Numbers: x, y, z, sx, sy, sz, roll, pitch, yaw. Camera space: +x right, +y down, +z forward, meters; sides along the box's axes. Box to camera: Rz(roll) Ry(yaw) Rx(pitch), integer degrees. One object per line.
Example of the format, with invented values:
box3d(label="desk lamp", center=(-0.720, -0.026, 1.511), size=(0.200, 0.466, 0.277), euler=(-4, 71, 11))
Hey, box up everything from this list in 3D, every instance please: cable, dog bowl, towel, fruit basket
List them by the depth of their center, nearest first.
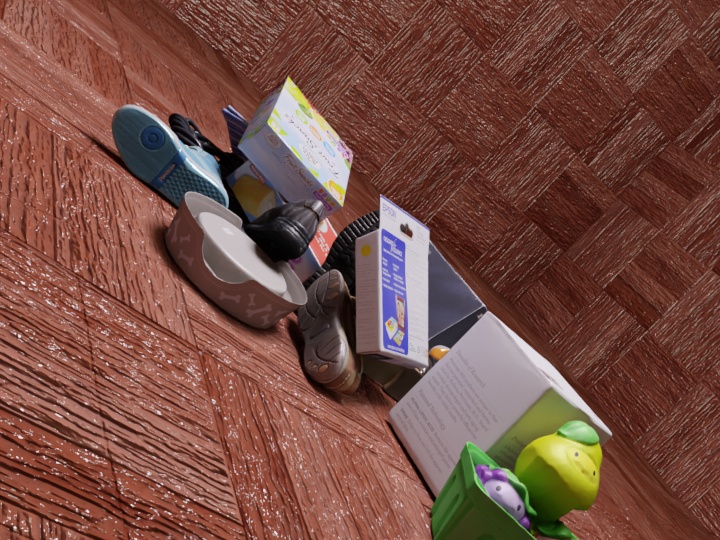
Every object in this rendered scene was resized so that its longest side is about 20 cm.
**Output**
box3d(label="fruit basket", center=(0.202, 0.265, 0.990), size=(0.215, 0.216, 0.156), euler=(42, 9, -5))
box3d(label="dog bowl", center=(-0.158, -0.009, 1.106), size=(0.200, 0.059, 0.200), euler=(42, 9, -8))
box3d(label="cable", center=(-0.240, -0.174, 1.428), size=(0.200, 0.051, 0.163), euler=(44, 11, -4))
box3d(label="towel", center=(-0.176, -0.169, 1.505), size=(0.145, 0.024, 0.201), euler=(42, -24, 26))

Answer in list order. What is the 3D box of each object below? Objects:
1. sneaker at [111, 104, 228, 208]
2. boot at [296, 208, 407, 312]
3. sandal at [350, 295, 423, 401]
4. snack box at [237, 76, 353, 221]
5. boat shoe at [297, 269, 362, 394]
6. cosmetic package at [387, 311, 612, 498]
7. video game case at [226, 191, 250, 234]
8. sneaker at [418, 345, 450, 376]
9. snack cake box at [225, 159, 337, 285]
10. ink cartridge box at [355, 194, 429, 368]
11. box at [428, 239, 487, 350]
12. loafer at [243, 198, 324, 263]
box3d(label="sneaker", center=(-0.269, -0.161, 1.251), size=(0.200, 0.079, 0.131), euler=(50, 8, -26))
box3d(label="boot", center=(0.000, 0.000, 1.305), size=(0.078, 0.200, 0.138), euler=(49, 7, 20))
box3d(label="sandal", center=(0.015, 0.108, 1.290), size=(0.212, 0.078, 0.070), euler=(48, 2, -25))
box3d(label="snack box", center=(-0.092, -0.184, 1.356), size=(0.169, 0.067, 0.201), euler=(47, 25, -21))
box3d(label="boat shoe", center=(-0.035, 0.081, 1.152), size=(0.072, 0.075, 0.201), euler=(47, 26, -33))
box3d(label="cosmetic package", center=(0.178, 0.201, 1.154), size=(0.165, 0.200, 0.165), euler=(37, 10, -39))
box3d(label="video game case", center=(-0.153, -0.048, 1.406), size=(0.200, 0.023, 0.182), euler=(34, 14, -40))
box3d(label="sneaker", center=(0.113, 0.168, 1.370), size=(0.092, 0.076, 0.201), euler=(34, -21, 31))
box3d(label="snack cake box", center=(-0.107, -0.074, 1.351), size=(0.201, 0.067, 0.115), euler=(59, 21, 9))
box3d(label="ink cartridge box", center=(0.045, 0.022, 1.190), size=(0.197, 0.047, 0.202), euler=(26, 60, -64))
box3d(label="box", center=(0.140, 0.092, 1.546), size=(0.199, 0.123, 0.201), euler=(52, -9, 45))
box3d(label="loafer", center=(-0.102, -0.056, 1.215), size=(0.073, 0.072, 0.200), euler=(48, -17, -19))
